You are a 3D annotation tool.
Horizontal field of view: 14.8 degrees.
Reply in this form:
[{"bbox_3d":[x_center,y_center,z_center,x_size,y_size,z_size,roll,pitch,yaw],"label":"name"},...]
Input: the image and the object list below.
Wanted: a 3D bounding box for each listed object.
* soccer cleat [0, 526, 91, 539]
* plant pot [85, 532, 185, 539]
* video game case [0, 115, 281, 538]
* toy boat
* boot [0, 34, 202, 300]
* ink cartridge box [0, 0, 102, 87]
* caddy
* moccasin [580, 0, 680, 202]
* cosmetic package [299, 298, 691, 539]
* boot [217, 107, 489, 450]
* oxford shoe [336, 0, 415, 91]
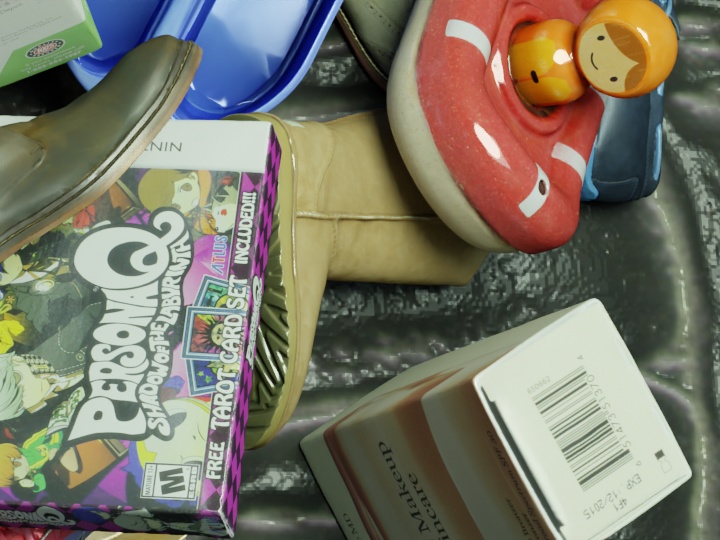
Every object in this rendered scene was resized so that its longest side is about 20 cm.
[{"bbox_3d":[-0.149,0.112,1.297,0.067,0.076,0.200,43,63,-13],"label":"soccer cleat"},{"bbox_3d":[-0.152,0.055,1.367,0.199,0.027,0.201,6,77,-26],"label":"plant pot"},{"bbox_3d":[-0.136,0.022,1.288,0.180,0.036,0.201,2,65,10],"label":"video game case"},{"bbox_3d":[0.101,-0.105,1.415,0.131,0.130,0.201,46,48,-35],"label":"toy boat"},{"bbox_3d":[-0.164,-0.057,1.248,0.097,0.075,0.200,46,77,-13],"label":"boot"},{"bbox_3d":[-0.200,-0.143,1.260,0.117,0.200,0.068,-21,73,1],"label":"ink cartridge box"},{"bbox_3d":[-0.073,-0.164,1.393,0.141,0.105,0.201,27,89,-6],"label":"caddy"},{"bbox_3d":[0.143,-0.137,1.559,0.068,0.080,0.201,9,89,-30],"label":"moccasin"},{"bbox_3d":[0.062,0.093,1.385,0.087,0.200,0.104,-31,91,-28],"label":"cosmetic package"},{"bbox_3d":[0.000,0.000,1.422,0.200,0.066,0.176,-2,101,-54],"label":"boot"},{"bbox_3d":[0.028,-0.147,1.494,0.200,0.074,0.071,41,64,-13],"label":"oxford shoe"}]
